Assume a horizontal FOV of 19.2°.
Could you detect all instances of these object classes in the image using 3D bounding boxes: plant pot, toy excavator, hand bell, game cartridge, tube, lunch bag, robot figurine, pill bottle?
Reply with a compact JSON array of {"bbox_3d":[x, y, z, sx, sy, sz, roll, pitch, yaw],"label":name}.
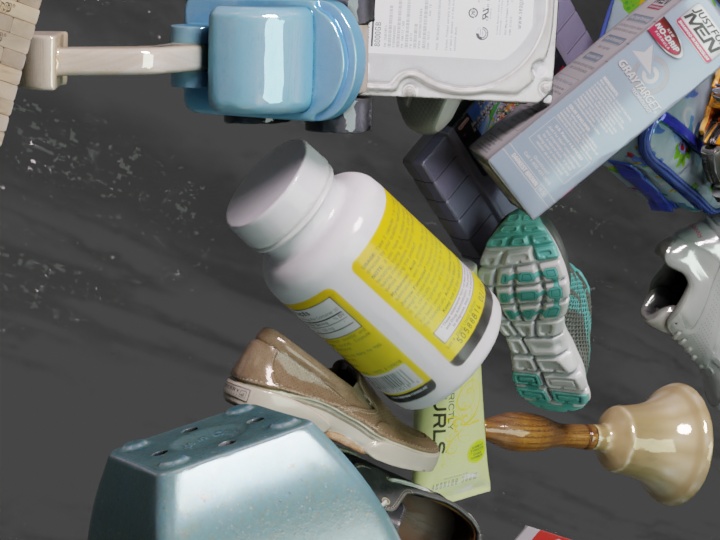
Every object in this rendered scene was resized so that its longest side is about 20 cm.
[{"bbox_3d":[-0.082,0.205,1.448,0.195,0.196,0.202,-18,100,-23],"label":"plant pot"},{"bbox_3d":[-0.104,-0.143,1.417,0.200,0.193,0.101,-15,109,-65],"label":"toy excavator"},{"bbox_3d":[0.182,0.136,1.762,0.199,0.104,0.105,8,93,-29],"label":"hand bell"},{"bbox_3d":[0.125,-0.111,1.685,0.200,0.038,0.130,-51,131,-22],"label":"game cartridge"},{"bbox_3d":[0.070,0.091,1.665,0.052,0.058,0.202,-60,151,-68],"label":"tube"},{"bbox_3d":[0.257,-0.138,1.736,0.200,0.082,0.162,32,74,-56],"label":"lunch bag"},{"bbox_3d":[0.333,-0.114,1.731,0.200,0.058,0.146,26,77,-59],"label":"robot figurine"},{"bbox_3d":[0.000,0.000,1.533,0.200,0.111,0.112,43,70,-25],"label":"pill bottle"}]

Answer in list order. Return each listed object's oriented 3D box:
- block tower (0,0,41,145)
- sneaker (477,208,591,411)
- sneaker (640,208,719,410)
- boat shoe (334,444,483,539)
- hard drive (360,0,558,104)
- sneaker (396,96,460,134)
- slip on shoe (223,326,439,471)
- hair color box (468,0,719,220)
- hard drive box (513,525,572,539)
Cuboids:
[{"bbox_3d":[-0.255,-0.106,1.338,0.058,0.054,0.202,16,88,-42],"label":"block tower"},{"bbox_3d":[0.145,0.017,1.691,0.201,0.077,0.092,75,26,-42],"label":"sneaker"},{"bbox_3d":[0.289,0.040,1.841,0.099,0.078,0.201,-17,121,-9],"label":"sneaker"},{"bbox_3d":[0.004,0.178,1.604,0.199,0.067,0.072,21,88,-32],"label":"boat shoe"},{"bbox_3d":[0.044,-0.193,1.529,0.198,0.038,0.141,3,97,-8],"label":"hard drive"},{"bbox_3d":[0.085,-0.195,1.609,0.080,0.070,0.202,20,84,-44],"label":"sneaker"},{"bbox_3d":[-0.012,0.098,1.580,0.199,0.076,0.061,24,86,-33],"label":"slip on shoe"},{"bbox_3d":[0.181,-0.128,1.586,0.200,0.099,0.061,-40,101,2],"label":"hair color box"},{"bbox_3d":[0.138,0.314,1.696,0.200,0.155,0.077,-45,123,-26],"label":"hard drive box"}]
